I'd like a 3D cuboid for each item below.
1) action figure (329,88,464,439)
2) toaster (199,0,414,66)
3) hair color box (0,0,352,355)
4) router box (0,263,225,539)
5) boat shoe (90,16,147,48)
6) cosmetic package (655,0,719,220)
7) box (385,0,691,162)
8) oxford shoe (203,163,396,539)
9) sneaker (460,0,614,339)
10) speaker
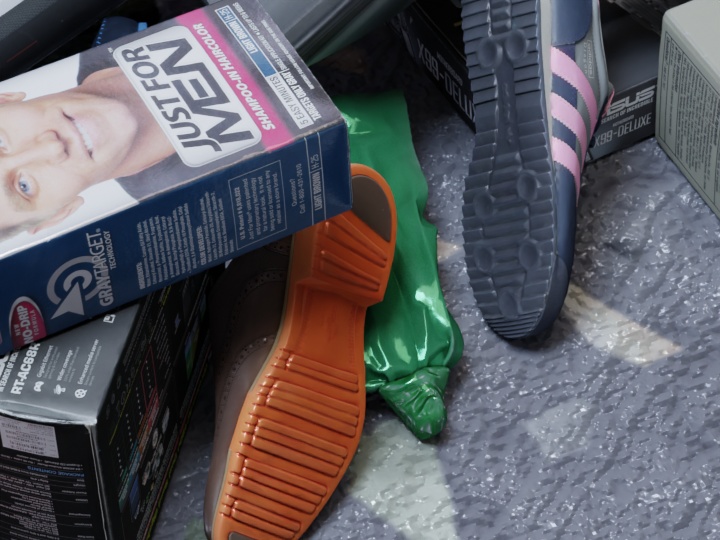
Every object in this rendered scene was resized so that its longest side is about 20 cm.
[{"bbox_3d":[0.000,0.000,1.174,0.118,0.055,0.200,-15,57,-13],"label":"action figure"},{"bbox_3d":[-0.020,-0.208,1.196,0.181,0.119,0.200,-38,92,-39],"label":"toaster"},{"bbox_3d":[-0.114,-0.041,1.010,0.200,0.061,0.100,-23,52,-16],"label":"hair color box"},{"bbox_3d":[-0.117,0.036,1.083,0.062,0.150,0.200,9,50,9],"label":"router box"},{"bbox_3d":[-0.155,-0.061,1.212,0.069,0.084,0.200,8,48,2],"label":"boat shoe"},{"bbox_3d":[0.238,-0.051,1.180,0.087,0.103,0.200,-21,53,-15],"label":"cosmetic package"},{"bbox_3d":[0.133,-0.145,1.297,0.200,0.050,0.158,-23,53,-18],"label":"box"},{"bbox_3d":[-0.041,0.046,1.113,0.073,0.071,0.200,4,70,44],"label":"oxford shoe"},{"bbox_3d":[0.100,-0.066,1.178,0.082,0.200,0.070,-2,4,-43],"label":"sneaker"},{"bbox_3d":[-0.189,-0.153,1.259,0.200,0.081,0.081,-35,55,-5],"label":"speaker"}]
